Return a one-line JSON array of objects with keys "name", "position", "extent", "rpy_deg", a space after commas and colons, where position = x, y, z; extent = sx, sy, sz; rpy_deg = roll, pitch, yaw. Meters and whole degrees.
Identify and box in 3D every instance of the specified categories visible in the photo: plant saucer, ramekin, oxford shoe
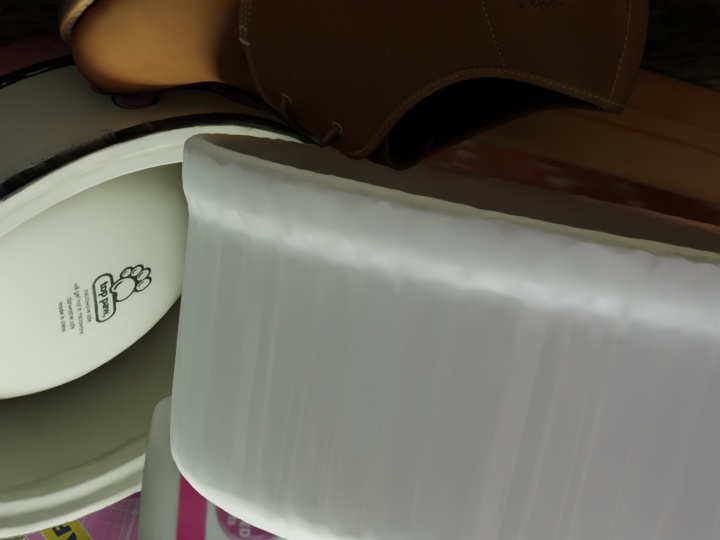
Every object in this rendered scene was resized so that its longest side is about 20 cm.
[{"name": "plant saucer", "position": [0.078, -0.043, 0.726], "extent": [0.200, 0.038, 0.200], "rpy_deg": [16, 179, 0]}, {"name": "ramekin", "position": [0.040, 0.026, 0.622], "extent": [0.200, 0.098, 0.200], "rpy_deg": [11, -174, -1]}, {"name": "oxford shoe", "position": [-0.011, -0.063, 0.614], "extent": [0.200, 0.071, 0.071], "rpy_deg": [-3, 174, 38]}]

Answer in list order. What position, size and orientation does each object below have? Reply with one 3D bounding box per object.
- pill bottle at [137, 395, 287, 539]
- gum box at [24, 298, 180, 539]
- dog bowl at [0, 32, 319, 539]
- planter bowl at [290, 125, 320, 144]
[{"name": "pill bottle", "position": [0.025, 0.103, 0.751], "extent": [0.200, 0.114, 0.113], "rpy_deg": [3, 173, -3]}, {"name": "gum box", "position": [-0.096, 0.056, 0.860], "extent": [0.113, 0.200, 0.066], "rpy_deg": [-38, 165, -7]}, {"name": "dog bowl", "position": [-0.104, 0.002, 0.745], "extent": [0.200, 0.074, 0.200], "rpy_deg": [-26, 147, -18]}, {"name": "planter bowl", "position": [-0.032, 0.018, 0.988], "extent": [0.200, 0.135, 0.200], "rpy_deg": [0, 173, 0]}]
